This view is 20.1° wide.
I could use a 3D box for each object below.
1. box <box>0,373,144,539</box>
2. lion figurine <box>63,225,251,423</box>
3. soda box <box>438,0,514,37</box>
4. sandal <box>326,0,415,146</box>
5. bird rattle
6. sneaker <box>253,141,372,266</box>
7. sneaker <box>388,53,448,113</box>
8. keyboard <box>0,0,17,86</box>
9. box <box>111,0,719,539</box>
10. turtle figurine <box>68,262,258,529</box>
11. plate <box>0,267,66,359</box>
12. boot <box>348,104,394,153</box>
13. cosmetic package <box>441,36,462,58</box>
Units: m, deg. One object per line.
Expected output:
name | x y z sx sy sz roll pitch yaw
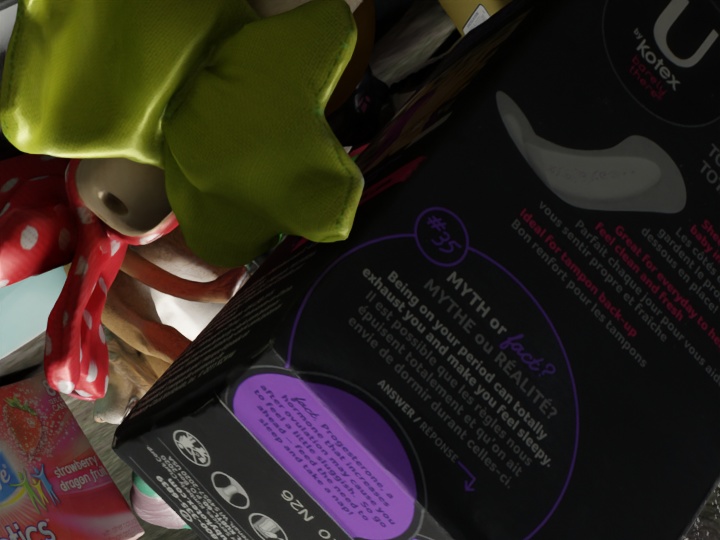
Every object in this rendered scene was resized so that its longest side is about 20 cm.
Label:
box | -0.208 0.128 0.960 0.094 0.103 0.200 -38 170 26
lion figurine | -0.067 0.013 0.736 0.073 0.122 0.200 -47 159 -17
soda box | 0.076 -0.141 0.622 0.067 0.064 0.200 -30 172 -23
sandal | -0.026 -0.055 0.779 0.075 0.048 0.200 -28 170 -35
bird rattle | -0.039 -0.046 0.573 0.163 0.113 0.200 -48 177 -26
sneaker | 0.000 0.000 0.779 0.076 0.084 0.200 -26 -178 -3
sneaker | 0.094 -0.054 0.719 0.073 0.080 0.199 -31 -168 -31
keyboard | -0.056 -0.090 0.599 0.199 0.011 0.056 -30 166 -27
box | 0.046 0.011 0.581 0.200 0.122 0.106 -48 -170 -33
turtle figurine | -0.085 0.040 0.956 0.200 0.100 0.151 106 -2 -61
plate | -0.152 0.009 0.744 0.199 0.026 0.200 -34 172 -5
boot | 0.000 0.014 0.964 0.201 0.077 0.139 -61 -179 -39
cosmetic package | 0.128 -0.110 0.878 0.087 0.104 0.200 -30 170 -36
